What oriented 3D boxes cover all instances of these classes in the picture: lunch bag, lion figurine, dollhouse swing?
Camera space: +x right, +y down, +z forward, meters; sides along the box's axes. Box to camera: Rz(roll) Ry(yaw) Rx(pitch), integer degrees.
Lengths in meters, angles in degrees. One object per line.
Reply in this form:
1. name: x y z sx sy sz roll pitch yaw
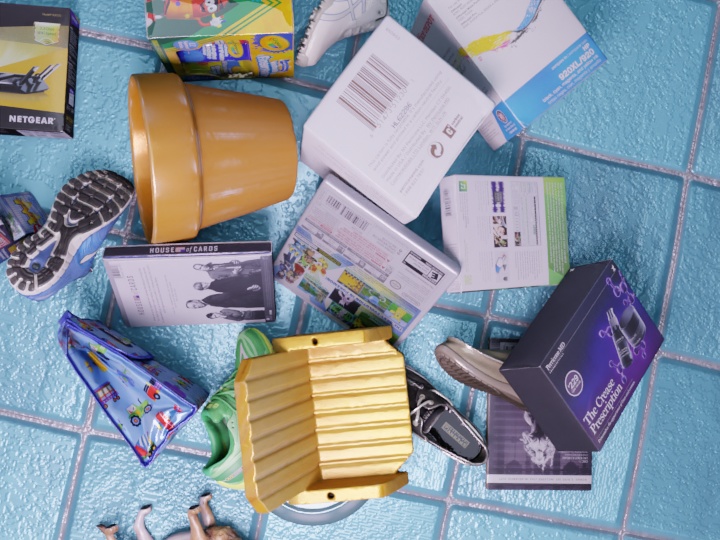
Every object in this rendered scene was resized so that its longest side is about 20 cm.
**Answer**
1. lunch bag: -0.292 0.127 0.991 0.200 0.151 0.094 43 85 -3
2. lion figurine: -0.234 0.362 1.038 0.197 0.072 0.125 -11 97 9
3. dollhouse swing: -0.035 0.176 0.959 0.178 0.176 0.204 -6 87 6

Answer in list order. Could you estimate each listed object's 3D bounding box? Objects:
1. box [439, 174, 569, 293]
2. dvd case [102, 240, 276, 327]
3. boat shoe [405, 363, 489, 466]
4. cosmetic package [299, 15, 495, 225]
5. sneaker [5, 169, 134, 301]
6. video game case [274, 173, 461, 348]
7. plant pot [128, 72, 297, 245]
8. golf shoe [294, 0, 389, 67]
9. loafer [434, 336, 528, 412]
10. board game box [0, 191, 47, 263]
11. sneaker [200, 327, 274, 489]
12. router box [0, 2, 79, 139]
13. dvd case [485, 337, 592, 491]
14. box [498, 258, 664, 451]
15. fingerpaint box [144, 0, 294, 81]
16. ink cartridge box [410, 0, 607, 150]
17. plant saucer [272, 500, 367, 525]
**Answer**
1. box: 0.191 -0.049 1.054 0.197 0.036 0.147 -2 89 -32
2. dvd case: -0.205 0.020 1.010 0.196 0.151 0.025 -1 54 -5
3. boat shoe: 0.087 0.183 1.064 0.199 0.064 0.071 35 87 -1
4. cosmetic package: 0.037 -0.170 1.004 0.165 0.200 0.168 37 85 -3
5. sneaker: -0.364 -0.044 1.030 0.078 0.089 0.201 36 67 3
6. video game case: 0.000 0.000 1.027 0.199 0.022 0.183 34 129 -3
7. plant pot: -0.180 -0.141 0.999 0.180 0.200 0.204 -7 89 -20
8. golf shoe: -0.007 -0.339 1.071 0.097 0.078 0.201 35 87 -9
9. loafer: 0.186 0.130 1.060 0.198 0.076 0.069 28 75 -16
10. board game box: -0.477 -0.034 0.980 0.199 0.200 0.062 -36 92 -19
11. sneaker: -0.153 0.167 1.017 0.083 0.074 0.203 17 68 -32
12. router box: -0.466 -0.256 1.036 0.196 0.052 0.160 2 88 -5
13. dvd case: 0.243 0.195 1.103 0.146 0.016 0.204 2 87 -5
14. box: 0.284 0.106 1.029 0.142 0.079 0.200 50 59 -13
15. fingerpaint box: -0.163 -0.289 0.990 0.164 0.200 0.075 -4 90 -6
16. ink cartridge box: 0.182 -0.289 1.047 0.144 0.147 0.201 -39 92 -5
17. plant saucer: -0.062 0.234 1.062 0.196 0.027 0.204 0 87 0
